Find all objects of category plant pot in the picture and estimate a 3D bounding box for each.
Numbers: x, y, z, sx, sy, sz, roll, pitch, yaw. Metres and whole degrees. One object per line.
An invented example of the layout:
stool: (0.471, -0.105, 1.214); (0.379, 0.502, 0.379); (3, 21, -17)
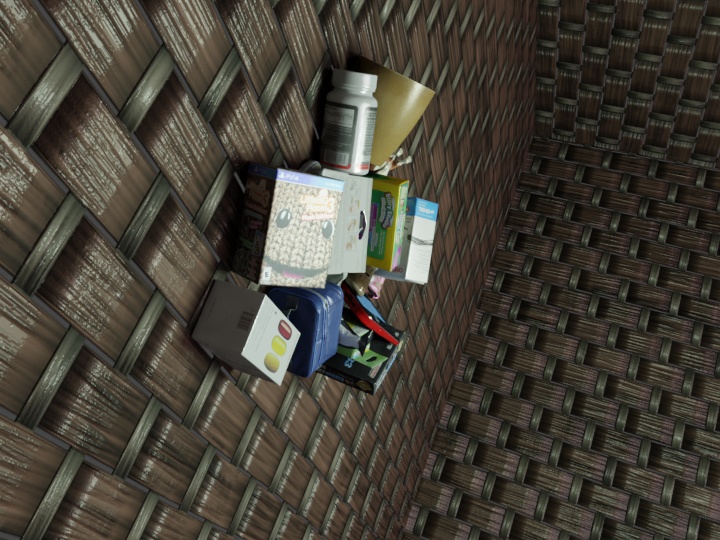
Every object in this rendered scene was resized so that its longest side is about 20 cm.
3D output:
plant pot: (0.046, -0.349, 1.617); (0.204, 0.184, 0.186); (-65, 162, 15)

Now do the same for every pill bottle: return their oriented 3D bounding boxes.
pill bottle: (-0.024, -0.313, 1.503); (0.113, 0.111, 0.206); (-25, 126, -64)

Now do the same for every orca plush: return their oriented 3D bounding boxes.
orca plush: (-0.051, 0.111, 1.568); (0.071, 0.195, 0.109); (-26, 121, -53)

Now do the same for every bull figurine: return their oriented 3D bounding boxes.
bull figurine: (0.048, -0.252, 1.727); (0.066, 0.119, 0.202); (56, 45, -29)

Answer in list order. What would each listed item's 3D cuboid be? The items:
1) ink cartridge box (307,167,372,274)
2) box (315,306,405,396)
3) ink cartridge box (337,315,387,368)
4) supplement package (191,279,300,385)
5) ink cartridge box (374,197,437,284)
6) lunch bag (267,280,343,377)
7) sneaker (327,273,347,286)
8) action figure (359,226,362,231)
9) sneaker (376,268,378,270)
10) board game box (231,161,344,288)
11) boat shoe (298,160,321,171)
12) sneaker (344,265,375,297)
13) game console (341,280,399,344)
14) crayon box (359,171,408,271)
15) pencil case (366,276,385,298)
ink cartridge box: (-0.047, -0.096, 1.457); (0.174, 0.044, 0.207); (-1, 96, -56)
box: (-0.015, 0.188, 1.727); (0.201, 0.194, 0.051); (-52, 155, -46)
ink cartridge box: (-0.033, 0.151, 1.652); (0.103, 0.196, 0.061); (-11, 121, -67)
supplement package: (-0.203, 0.117, 1.306); (0.201, 0.107, 0.116); (59, 49, -63)
ink cartridge box: (0.109, -0.077, 1.820); (0.083, 0.144, 0.207); (11, 87, -40)
lunch bag: (-0.122, 0.108, 1.480); (0.132, 0.132, 0.206); (-38, 138, -59)
sneaker: (-0.095, 0.032, 1.620); (0.097, 0.072, 0.201); (-20, 164, -18)
action figure: (-0.053, -0.088, 1.573); (0.104, 0.117, 0.199); (-66, 153, -2)
sneaker: (0.031, -0.100, 1.781); (0.083, 0.072, 0.206); (-1, 108, -43)
board game box: (-0.132, -0.081, 1.304); (0.157, 0.096, 0.206); (3, 101, -42)
boat shoe: (-0.116, -0.134, 1.444); (0.073, 0.060, 0.204); (70, 39, -57)
sneaker: (0.000, 0.000, 1.696); (0.075, 0.070, 0.200); (-44, -168, 7)
game console: (0.007, 0.080, 1.712); (0.031, 0.201, 0.176); (-43, 139, 9)
crayon box: (0.016, -0.121, 1.648); (0.058, 0.168, 0.206); (-36, 136, -59)
pencil case: (0.048, -0.020, 1.931); (0.087, 0.081, 0.203); (89, 23, -56)
